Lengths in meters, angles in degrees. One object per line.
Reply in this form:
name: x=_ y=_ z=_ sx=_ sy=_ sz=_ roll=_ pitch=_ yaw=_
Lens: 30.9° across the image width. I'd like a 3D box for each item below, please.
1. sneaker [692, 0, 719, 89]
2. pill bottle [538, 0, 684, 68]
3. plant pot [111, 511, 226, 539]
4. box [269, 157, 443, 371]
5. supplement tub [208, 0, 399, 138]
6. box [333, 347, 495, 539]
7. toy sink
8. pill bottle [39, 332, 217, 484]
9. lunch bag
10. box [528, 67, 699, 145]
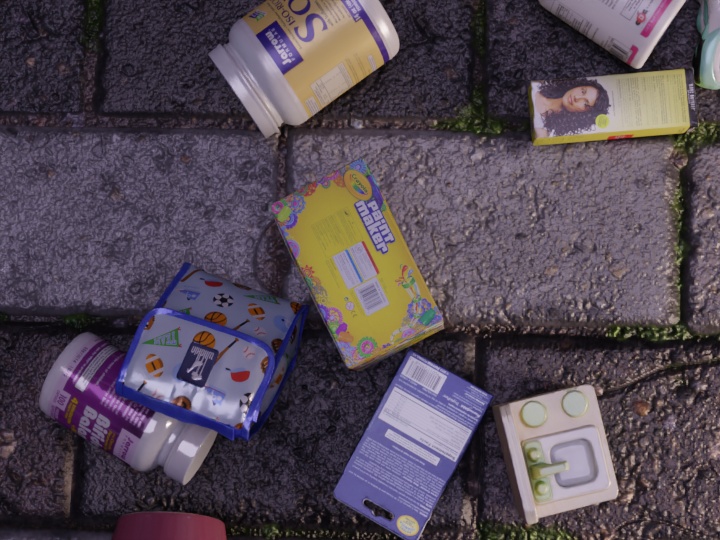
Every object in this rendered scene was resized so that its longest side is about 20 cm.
sneaker: x=0.479 y=-0.318 z=1.578 sx=0.138 sy=0.078 sz=0.203 roll=4 pitch=94 yaw=2
pill bottle: x=0.284 y=-0.344 z=1.569 sx=0.199 sy=0.113 sz=0.114 roll=35 pitch=87 yaw=6
plant pot: x=-0.224 y=0.378 z=1.498 sx=0.197 sy=0.200 sz=0.181 roll=1 pitch=69 yaw=4
box: x=0.000 y=0.000 z=1.511 sx=0.121 sy=0.193 sz=0.202 roll=-27 pitch=84 yaw=1
supplement tub: x=-0.068 y=-0.267 z=1.566 sx=0.199 sy=0.145 sz=0.146 roll=-36 pitch=83 yaw=-1
box: x=0.062 y=0.210 z=1.566 sx=0.120 sy=0.032 sz=0.202 roll=29 pitch=85 yaw=6
toy sink: x=0.220 y=0.203 z=1.473 sx=0.111 sy=0.200 sz=0.132 roll=-14 pitch=83 yaw=2
pill bottle: x=-0.272 y=0.168 z=1.551 sx=0.199 sy=0.112 sz=0.113 roll=30 pitch=87 yaw=7
lunch bag: x=-0.169 y=0.100 z=1.499 sx=0.168 sy=0.201 sz=0.125 roll=19 pitch=127 yaw=8
box: x=0.306 y=-0.198 z=1.584 sx=0.197 sy=0.050 sz=0.076 roll=-6 pitch=84 yaw=2
